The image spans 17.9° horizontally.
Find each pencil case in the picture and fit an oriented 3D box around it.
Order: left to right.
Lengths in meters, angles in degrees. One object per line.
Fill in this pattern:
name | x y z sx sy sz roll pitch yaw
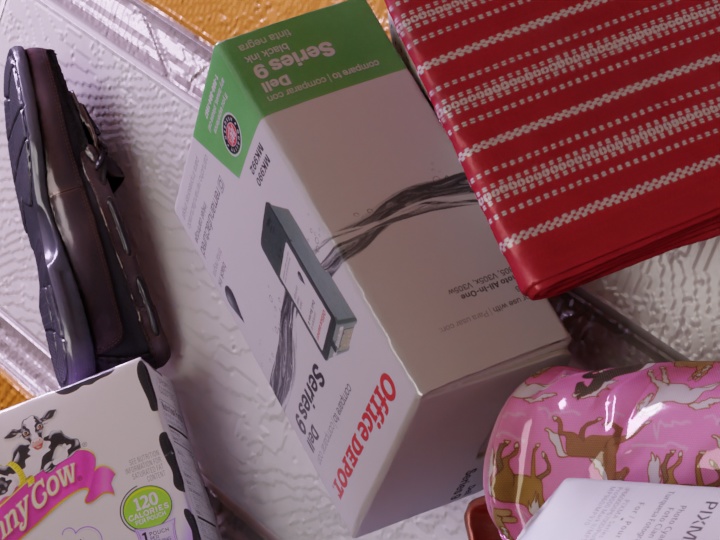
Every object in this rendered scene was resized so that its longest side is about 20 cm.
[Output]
pencil case | 0.145 0.083 0.924 0.199 0.087 0.083 0 123 42

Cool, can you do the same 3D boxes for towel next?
towel | 0.096 -0.096 0.989 0.023 0.144 0.201 95 152 -69

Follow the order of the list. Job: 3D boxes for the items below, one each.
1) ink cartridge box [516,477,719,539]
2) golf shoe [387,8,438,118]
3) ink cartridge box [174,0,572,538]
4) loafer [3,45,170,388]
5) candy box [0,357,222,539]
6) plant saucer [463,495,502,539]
ink cartridge box | 0.172 0.154 0.854 0.199 0.047 0.160 0 130 48
golf shoe | 0.059 -0.095 1.054 0.092 0.072 0.201 -36 59 43
ink cartridge box | 0.000 0.000 1.063 0.201 0.084 0.146 60 154 23
loafer | -0.153 -0.031 1.262 0.072 0.063 0.201 127 133 -65
candy box | -0.153 0.170 1.197 0.167 0.072 0.201 -21 75 4
plant saucer | 0.149 0.176 0.999 0.199 0.037 0.201 -22 78 40
